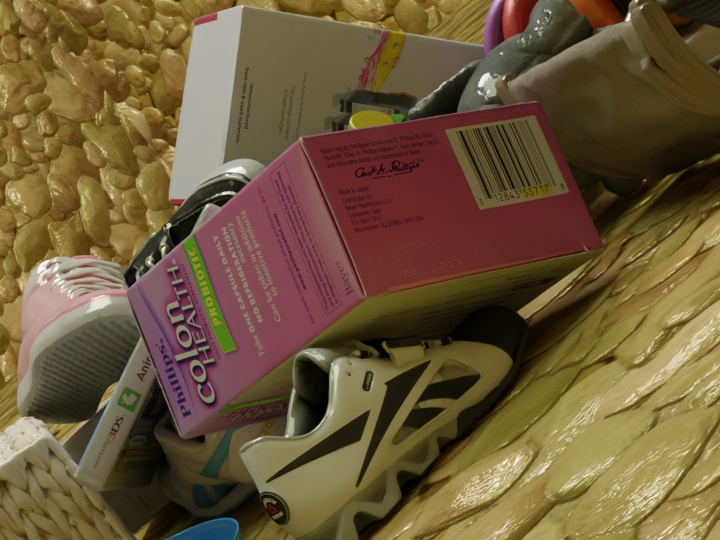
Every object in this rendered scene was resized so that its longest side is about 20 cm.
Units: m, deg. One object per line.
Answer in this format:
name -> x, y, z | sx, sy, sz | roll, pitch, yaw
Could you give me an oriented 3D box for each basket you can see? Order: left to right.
basket -> -0.217, 0.177, 1.590 | 0.123, 0.136, 0.200 | -39, 7, -9

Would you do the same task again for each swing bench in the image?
swing bench -> 0.210, -0.139, 1.394 | 0.200, 0.130, 0.199 | -48, 10, -18

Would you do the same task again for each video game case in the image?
video game case -> -0.116, 0.052, 1.554 | 0.182, 0.022, 0.200 | -64, -5, -2

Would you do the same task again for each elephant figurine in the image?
elephant figurine -> 0.101, -0.072, 1.588 | 0.200, 0.155, 0.142 | -42, 29, 58

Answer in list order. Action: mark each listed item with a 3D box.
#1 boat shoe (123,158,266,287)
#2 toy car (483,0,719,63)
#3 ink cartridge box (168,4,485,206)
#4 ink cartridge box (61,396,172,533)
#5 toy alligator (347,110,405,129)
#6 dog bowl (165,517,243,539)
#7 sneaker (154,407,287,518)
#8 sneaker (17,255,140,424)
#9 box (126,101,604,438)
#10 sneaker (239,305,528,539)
boat shoe -> -0.120, 0.002, 1.702 | 0.200, 0.071, 0.064 | -48, -4, 39
toy car -> 0.155, -0.179, 1.711 | 0.150, 0.175, 0.200 | -42, 8, -6
ink cartridge box -> -0.019, -0.102, 1.801 | 0.145, 0.200, 0.145 | -177, 95, -72
ink cartridge box -> -0.107, 0.084, 1.741 | 0.200, 0.083, 0.147 | -40, 3, 12
toy alligator -> -0.009, -0.044, 1.524 | 0.200, 0.054, 0.059 | -41, -34, -48
dog bowl -> -0.135, 0.200, 1.261 | 0.200, 0.050, 0.111 | -30, 10, 5
sneaker -> -0.090, 0.102, 1.554 | 0.077, 0.081, 0.200 | -64, 15, -23
sneaker -> -0.180, 0.025, 1.632 | 0.200, 0.075, 0.105 | 136, 139, -60
box -> 0.000, 0.000, 1.390 | 0.176, 0.097, 0.200 | -11, -18, -39
sneaker -> 0.014, 0.062, 1.307 | 0.200, 0.089, 0.074 | -44, 7, -40
